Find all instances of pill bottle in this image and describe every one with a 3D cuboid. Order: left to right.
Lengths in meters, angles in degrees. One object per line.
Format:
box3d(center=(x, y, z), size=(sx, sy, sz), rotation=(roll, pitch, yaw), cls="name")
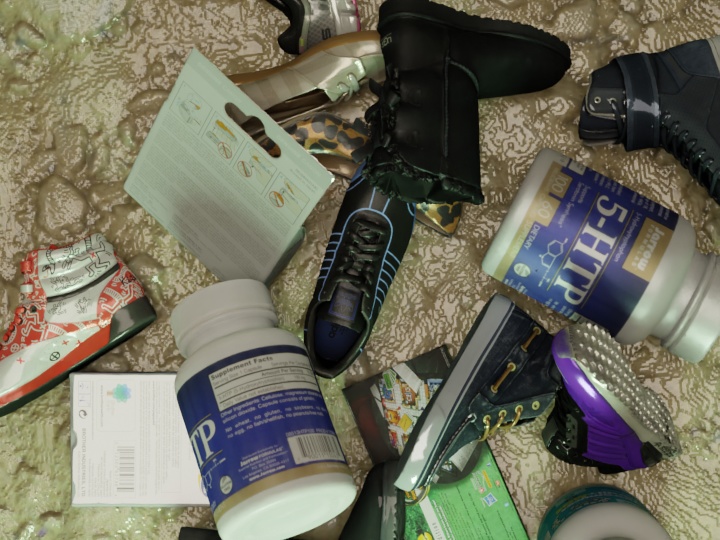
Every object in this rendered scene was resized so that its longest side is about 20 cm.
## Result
box3d(center=(-0.089, 0.116, 1.208), size=(0.119, 0.120, 0.201), rotation=(-23, 66, 3), cls="pill bottle")
box3d(center=(0.203, 0.241, 1.189), size=(0.110, 0.200, 0.112), rotation=(0, 89, 4), cls="pill bottle")
box3d(center=(0.216, -0.008, 1.229), size=(0.199, 0.120, 0.120), rotation=(27, 91, 4), cls="pill bottle")

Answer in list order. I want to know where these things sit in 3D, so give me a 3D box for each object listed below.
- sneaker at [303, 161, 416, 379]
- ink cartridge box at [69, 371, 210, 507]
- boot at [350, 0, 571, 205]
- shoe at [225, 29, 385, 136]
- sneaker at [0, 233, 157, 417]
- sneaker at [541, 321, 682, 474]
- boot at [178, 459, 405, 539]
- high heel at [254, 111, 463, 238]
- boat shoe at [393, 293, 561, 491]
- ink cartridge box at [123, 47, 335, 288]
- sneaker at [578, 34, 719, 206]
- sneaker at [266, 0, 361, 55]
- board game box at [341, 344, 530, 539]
box3d(center=(0.000, 0.000, 1.245), size=(0.070, 0.078, 0.201), rotation=(16, 109, 0), cls="sneaker")
box3d(center=(-0.160, 0.150, 1.297), size=(0.198, 0.042, 0.120), rotation=(0, 88, 4), cls="ink cartridge box")
box3d(center=(0.090, -0.134, 1.227), size=(0.197, 0.073, 0.164), rotation=(11, 71, -25), cls="boot")
box3d(center=(-0.046, -0.160, 1.282), size=(0.199, 0.070, 0.054), rotation=(-15, 69, 12), cls="shoe")
box3d(center=(-0.292, 0.049, 1.300), size=(0.201, 0.067, 0.108), rotation=(-32, 85, -1), cls="sneaker")
box3d(center=(0.191, 0.121, 1.214), size=(0.099, 0.200, 0.070), rotation=(-25, 47, 21), cls="sneaker")
box3d(center=(-0.063, 0.240, 1.266), size=(0.199, 0.066, 0.166), rotation=(4, 101, 9), cls="boot")
box3d(center=(-0.013, -0.071, 1.279), size=(0.199, 0.071, 0.143), rotation=(-20, 86, -2), cls="high heel")
box3d(center=(0.109, 0.118, 1.236), size=(0.091, 0.071, 0.201), rotation=(32, 65, 1), cls="boat shoe")
box3d(center=(-0.108, -0.084, 1.237), size=(0.162, 0.050, 0.200), rotation=(43, 136, 4), cls="ink cartridge box")
box3d(center=(0.264, -0.103, 1.233), size=(0.145, 0.077, 0.203), rotation=(-8, 61, -1), cls="sneaker")
box3d(center=(-0.065, -0.281, 1.286), size=(0.087, 0.074, 0.201), rotation=(-19, 92, -3), cls="sneaker")
box3d(center=(0.069, 0.178, 1.290), size=(0.104, 0.023, 0.201), rotation=(-23, 87, 2), cls="board game box")
